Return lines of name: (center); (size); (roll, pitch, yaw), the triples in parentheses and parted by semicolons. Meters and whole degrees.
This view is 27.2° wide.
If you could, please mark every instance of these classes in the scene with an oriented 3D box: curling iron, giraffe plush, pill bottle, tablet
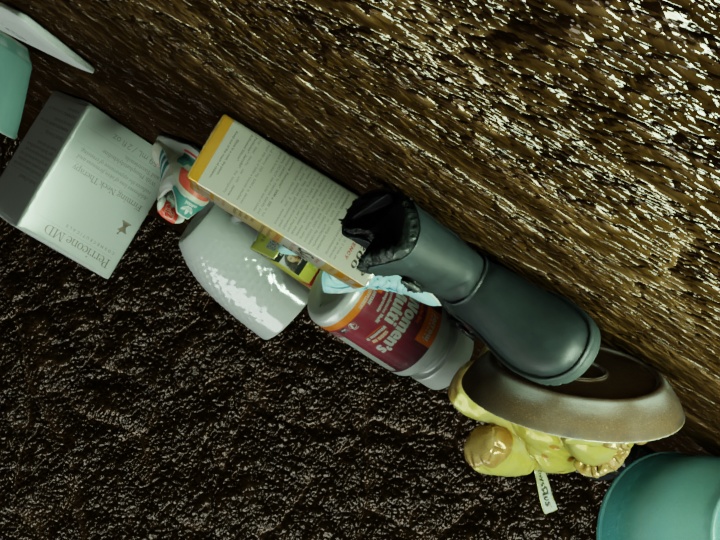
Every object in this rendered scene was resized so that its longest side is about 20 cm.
curling iron: (0.142, 0.066, 1.735); (0.049, 0.026, 0.200); (39, 175, -11)
giraffe plush: (0.213, 0.155, 1.550); (0.162, 0.172, 0.201); (-19, 103, 53)
pill bottle: (0.040, 0.062, 1.838); (0.199, 0.110, 0.109); (34, 175, -28)
tablet: (-0.393, -0.277, 1.653); (0.199, 0.014, 0.130); (29, 175, 35)

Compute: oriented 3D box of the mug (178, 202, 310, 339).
mug: (-0.138, -0.026, 1.996); (0.175, 0.148, 0.200); (39, 143, -13)

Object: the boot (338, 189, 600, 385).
boot: (0.086, 0.013, 1.241); (0.168, 0.077, 0.200); (30, -177, -43)

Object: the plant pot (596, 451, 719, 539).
plant pot: (0.392, 0.294, 1.640); (0.199, 0.201, 0.188); (32, 160, -12)

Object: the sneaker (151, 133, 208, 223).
sneaker: (-0.233, -0.111, 1.867); (0.070, 0.094, 0.200); (33, 175, -26)

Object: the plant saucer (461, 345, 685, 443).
plant saucer: (0.189, 0.099, 1.316); (0.198, 0.032, 0.200); (6, -163, -2)

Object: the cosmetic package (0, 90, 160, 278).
cosmetic package: (-0.406, -0.126, 2.161); (0.167, 0.201, 0.166); (33, 175, -33)

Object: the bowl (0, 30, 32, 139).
bowl: (-0.480, -0.257, 1.811); (0.200, 0.105, 0.201); (32, 178, 1)

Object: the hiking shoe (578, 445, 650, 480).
hiking shoe: (0.363, 0.266, 2.225); (0.101, 0.076, 0.199); (43, 161, -26)

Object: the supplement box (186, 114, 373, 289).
supplement box: (-0.066, -0.063, 1.443); (0.199, 0.074, 0.126); (31, 176, -3)

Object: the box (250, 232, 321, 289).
box: (-0.049, -0.011, 1.872); (0.050, 0.076, 0.200); (26, 172, 41)

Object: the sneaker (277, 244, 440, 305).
sneaker: (0.000, 0.000, 1.621); (0.199, 0.082, 0.074); (30, 176, 13)
